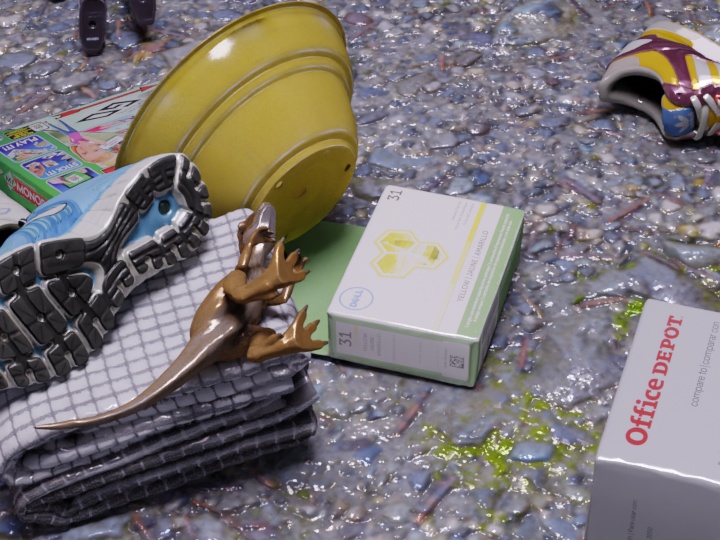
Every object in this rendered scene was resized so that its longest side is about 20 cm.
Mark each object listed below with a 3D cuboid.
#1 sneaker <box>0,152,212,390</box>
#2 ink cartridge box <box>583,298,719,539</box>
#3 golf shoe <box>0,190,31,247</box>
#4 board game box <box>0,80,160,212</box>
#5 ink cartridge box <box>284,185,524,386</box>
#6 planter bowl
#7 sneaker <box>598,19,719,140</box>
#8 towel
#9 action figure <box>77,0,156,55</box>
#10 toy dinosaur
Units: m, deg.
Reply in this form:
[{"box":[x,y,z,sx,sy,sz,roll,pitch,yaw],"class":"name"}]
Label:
[{"box":[-0.179,0.002,0.896,0.090,0.079,0.200,2,32,47],"class":"sneaker"},{"box":[0.237,0.107,0.847,0.198,0.085,0.145,10,40,17],"class":"ink cartridge box"},{"box":[-0.294,0.004,1.016,0.097,0.079,0.200,24,46,21],"class":"golf shoe"},{"box":[-0.170,-0.088,1.137,0.134,0.029,0.199,29,39,34],"class":"board game box"},{"box":[0.000,0.000,1.027,0.198,0.048,0.146,11,41,13],"class":"ink cartridge box"},{"box":[-0.062,-0.076,1.022,0.200,0.201,0.083,-30,64,-31],"class":"planter bowl"},{"box":[0.279,-0.126,1.162,0.199,0.075,0.090,23,52,38],"class":"sneaker"},{"box":[-0.132,0.056,0.925,0.198,0.086,0.166,-18,39,-8],"class":"towel"},{"box":[-0.233,-0.274,1.374,0.129,0.070,0.200,-15,36,-5],"class":"action figure"},{"box":[-0.077,0.035,0.837,0.106,0.061,0.200,-18,24,39],"class":"toy dinosaur"}]
